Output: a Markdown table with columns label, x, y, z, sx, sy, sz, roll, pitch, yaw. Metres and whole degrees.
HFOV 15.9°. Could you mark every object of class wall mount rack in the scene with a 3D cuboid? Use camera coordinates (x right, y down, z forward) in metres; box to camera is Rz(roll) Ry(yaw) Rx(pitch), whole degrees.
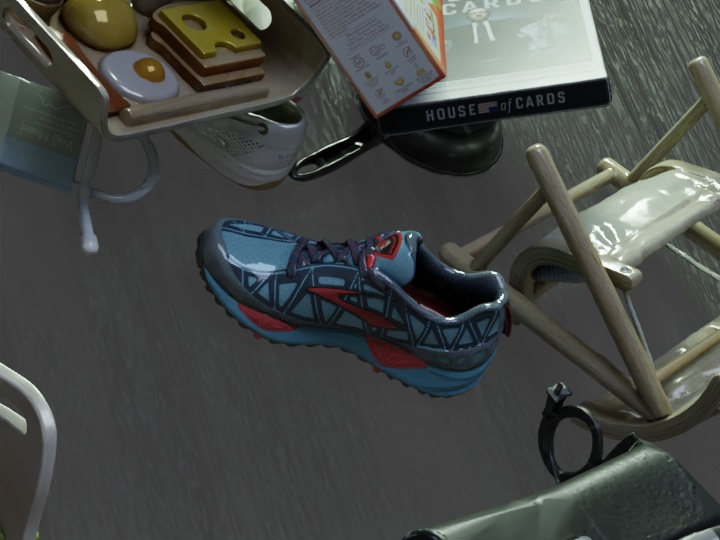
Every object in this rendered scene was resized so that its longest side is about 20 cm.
| label | x | y | z | sx | sy | sz | roll | pitch | yaw |
| --- | --- | --- | --- | --- | --- | --- | --- | --- | --- |
| wall mount rack | -0.208 | -0.082 | 1.528 | 0.199 | 0.075 | 0.175 | 18 | 54 | -14 |

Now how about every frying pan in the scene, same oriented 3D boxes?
| label | x | y | z | sx | sy | sz | roll | pitch | yaw |
| --- | --- | --- | --- | --- | --- | --- | --- | --- | --- |
| frying pan | 0.018 | -0.110 | 1.725 | 0.189 | 0.031 | 0.115 | 0 | 51 | -35 |

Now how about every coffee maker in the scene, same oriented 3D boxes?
| label | x | y | z | sx | sy | sz | roll | pitch | yaw |
| --- | --- | --- | --- | --- | --- | --- | --- | --- | --- |
| coffee maker | 0.097 | 0.178 | 1.455 | 0.199 | 0.135 | 0.192 | -14 | 36 | -40 |

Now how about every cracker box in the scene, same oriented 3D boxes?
| label | x | y | z | sx | sy | sz | roll | pitch | yaw |
| --- | --- | --- | --- | --- | --- | --- | --- | --- | --- |
| cracker box | -0.022 | -0.208 | 1.594 | 0.200 | 0.057 | 0.134 | 55 | 16 | -21 |

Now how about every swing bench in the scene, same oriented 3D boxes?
| label | x | y | z | sx | sy | sz | roll | pitch | yaw |
| --- | --- | --- | --- | --- | --- | --- | --- | --- | --- |
| swing bench | 0.197 | -0.001 | 1.661 | 0.199 | 0.130 | 0.200 | -27 | 74 | -44 |

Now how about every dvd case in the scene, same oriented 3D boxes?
| label | x | y | z | sx | sy | sz | roll | pitch | yaw |
| --- | --- | --- | --- | --- | --- | --- | --- | --- | --- |
| dvd case | 0.082 | -0.152 | 1.709 | 0.149 | 0.025 | 0.200 | -8 | 30 | 3 |

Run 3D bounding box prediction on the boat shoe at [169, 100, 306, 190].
| label | x | y | z | sx | sy | sz | roll | pitch | yaw |
| --- | --- | --- | --- | --- | --- | --- | --- | --- | --- |
| boat shoe | -0.119 | -0.133 | 1.630 | 0.199 | 0.069 | 0.071 | 32 | 45 | -1 |

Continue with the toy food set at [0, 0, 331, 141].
| label | x | y | z | sx | sy | sz | roll | pitch | yaw |
| --- | --- | --- | --- | --- | --- | --- | --- | --- | --- |
| toy food set | -0.127 | -0.155 | 1.536 | 0.199 | 0.061 | 0.144 | -17 | 54 | -47 |

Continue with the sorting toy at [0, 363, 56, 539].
| label | x | y | z | sx | sy | sz | roll | pitch | yaw |
| --- | --- | --- | --- | --- | --- | --- | --- | --- | --- |
| sorting toy | -0.223 | 0.093 | 1.281 | 0.200 | 0.180 | 0.107 | 39 | 43 | 5 |

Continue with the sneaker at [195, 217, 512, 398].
| label | x | y | z | sx | sy | sz | roll | pitch | yaw |
| --- | --- | --- | --- | --- | --- | --- | --- | --- | --- |
| sneaker | 0.000 | 0.000 | 1.561 | 0.199 | 0.096 | 0.080 | 19 | 44 | -15 |

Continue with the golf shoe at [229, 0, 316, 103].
| label | x | y | z | sx | sy | sz | roll | pitch | yaw |
| --- | --- | --- | --- | --- | --- | --- | --- | --- | --- |
| golf shoe | -0.034 | -0.192 | 1.706 | 0.075 | 0.091 | 0.201 | 44 | 33 | -32 |
